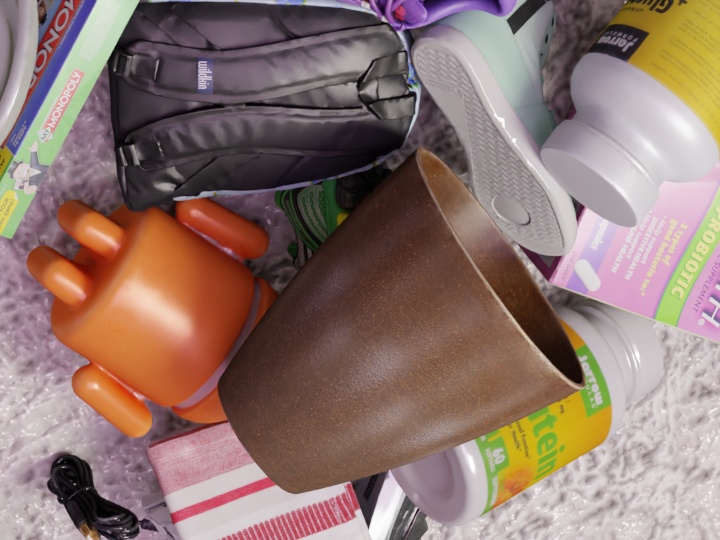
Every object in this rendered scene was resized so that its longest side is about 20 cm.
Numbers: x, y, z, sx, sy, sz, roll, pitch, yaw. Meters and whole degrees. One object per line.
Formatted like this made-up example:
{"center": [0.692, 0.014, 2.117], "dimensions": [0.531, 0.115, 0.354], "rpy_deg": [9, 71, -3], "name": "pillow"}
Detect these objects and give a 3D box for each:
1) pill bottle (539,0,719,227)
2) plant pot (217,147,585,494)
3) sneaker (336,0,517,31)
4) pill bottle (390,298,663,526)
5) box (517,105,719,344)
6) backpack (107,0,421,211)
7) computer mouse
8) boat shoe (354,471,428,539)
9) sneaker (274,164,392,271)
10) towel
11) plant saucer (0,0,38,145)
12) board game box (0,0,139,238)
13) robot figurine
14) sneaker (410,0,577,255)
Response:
{"center": [0.207, -0.129, 1.395], "dimensions": [0.112, 0.112, 0.200], "rpy_deg": [44, 78, -24], "name": "pill bottle"}
{"center": [0.013, 0.054, 1.401], "dimensions": [0.200, 0.187, 0.187], "rpy_deg": [-36, 115, 11], "name": "plant pot"}
{"center": [0.008, -0.191, 1.353], "dimensions": [0.199, 0.084, 0.081], "rpy_deg": [-2, 152, -9], "name": "sneaker"}
{"center": [0.119, 0.092, 1.542], "dimensions": [0.199, 0.111, 0.112], "rpy_deg": [-27, 117, -29], "name": "pill bottle"}
{"center": [0.241, -0.054, 1.547], "dimensions": [0.199, 0.097, 0.177], "rpy_deg": [19, 105, -20], "name": "box"}
{"center": [-0.059, -0.130, 1.432], "dimensions": [0.199, 0.154, 0.164], "rpy_deg": [-2, 110, 9], "name": "backpack"}
{"center": [-0.120, 0.172, 1.559], "dimensions": [0.199, 0.110, 0.044], "rpy_deg": [9, 102, -27], "name": "computer mouse"}
{"center": [0.026, 0.180, 1.605], "dimensions": [0.056, 0.069, 0.201], "rpy_deg": [18, 104, -20], "name": "boat shoe"}
{"center": [0.000, 0.000, 1.532], "dimensions": [0.078, 0.085, 0.201], "rpy_deg": [-50, 136, -36], "name": "sneaker"}
{"center": [-0.055, 0.196, 1.525], "dimensions": [0.144, 0.023, 0.201], "rpy_deg": [-17, 80, -34], "name": "towel"}
{"center": [-0.262, -0.133, 1.362], "dimensions": [0.050, 0.200, 0.201], "rpy_deg": [15, 110, -49], "name": "plant saucer"}
{"center": [-0.211, -0.138, 1.385], "dimensions": [0.029, 0.135, 0.201], "rpy_deg": [21, 105, -36], "name": "board game box"}
{"center": [-0.133, 0.031, 1.482], "dimensions": [0.200, 0.144, 0.116], "rpy_deg": [34, 139, -23], "name": "robot figurine"}
{"center": [0.117, -0.112, 1.453], "dimensions": [0.118, 0.074, 0.201], "rpy_deg": [-52, 128, -32], "name": "sneaker"}
